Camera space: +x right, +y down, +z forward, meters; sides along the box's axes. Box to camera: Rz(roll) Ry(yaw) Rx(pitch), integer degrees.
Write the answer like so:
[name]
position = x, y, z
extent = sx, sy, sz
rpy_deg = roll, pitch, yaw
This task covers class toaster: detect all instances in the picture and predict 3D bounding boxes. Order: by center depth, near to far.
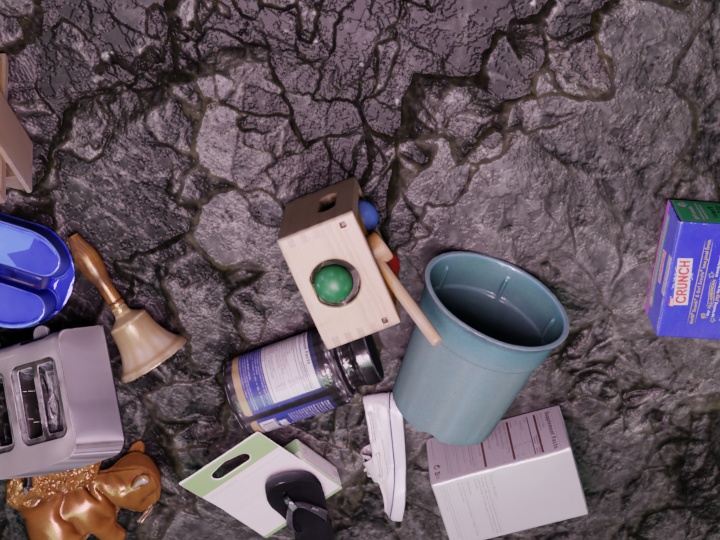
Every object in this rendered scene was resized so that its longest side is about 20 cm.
[toaster]
position = -0.411, 0.179, 1.613
extent = 0.181, 0.119, 0.200
rpy_deg = -16, 80, 23

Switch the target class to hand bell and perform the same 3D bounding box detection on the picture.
[hand bell]
position = -0.327, 0.038, 1.660
extent = 0.104, 0.104, 0.200
rpy_deg = -30, 102, 12

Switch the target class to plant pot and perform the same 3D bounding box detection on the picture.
[plant pot]
position = 0.143, 0.111, 1.649
extent = 0.200, 0.200, 0.196
rpy_deg = 17, 123, -10

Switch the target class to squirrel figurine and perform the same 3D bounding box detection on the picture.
[squirrel figurine]
position = -0.382, 0.300, 1.748
extent = 0.186, 0.142, 0.200
rpy_deg = -28, 116, 4

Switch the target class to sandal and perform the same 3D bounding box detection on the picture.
[sandal]
position = -0.076, 0.348, 1.776
extent = 0.076, 0.043, 0.200
rpy_deg = -23, 135, 2

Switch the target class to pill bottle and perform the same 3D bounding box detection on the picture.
[pill bottle]
position = -0.075, 0.142, 1.691
extent = 0.200, 0.112, 0.112
rpy_deg = -20, 115, 7

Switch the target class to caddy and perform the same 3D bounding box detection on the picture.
[caddy]
position = -0.471, -0.003, 1.618
extent = 0.200, 0.105, 0.142
rpy_deg = 18, 91, -10

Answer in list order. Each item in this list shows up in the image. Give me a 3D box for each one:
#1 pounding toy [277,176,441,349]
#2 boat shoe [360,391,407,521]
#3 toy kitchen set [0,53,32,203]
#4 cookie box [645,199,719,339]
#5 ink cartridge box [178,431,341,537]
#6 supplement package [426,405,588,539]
[pounding toy]
position = 0.000, 0.000, 1.566
extent = 0.142, 0.200, 0.184
rpy_deg = -21, 109, 9
[boat shoe]
position = 0.033, 0.263, 1.782
extent = 0.065, 0.074, 0.200
rpy_deg = -1, 106, 4
[toy kitchen set]
position = -0.508, -0.161, 1.515
extent = 0.180, 0.200, 0.163
rpy_deg = -7, 157, 2
[cookie box]
position = 0.495, 0.002, 1.660
extent = 0.200, 0.075, 0.171
rpy_deg = 4, 116, -4
[ink cartridge box]
position = -0.141, 0.289, 1.760
extent = 0.145, 0.048, 0.200
rpy_deg = -35, 131, 14
[supplement package]
position = 0.205, 0.289, 1.766
extent = 0.200, 0.117, 0.117
rpy_deg = -15, 114, 6
